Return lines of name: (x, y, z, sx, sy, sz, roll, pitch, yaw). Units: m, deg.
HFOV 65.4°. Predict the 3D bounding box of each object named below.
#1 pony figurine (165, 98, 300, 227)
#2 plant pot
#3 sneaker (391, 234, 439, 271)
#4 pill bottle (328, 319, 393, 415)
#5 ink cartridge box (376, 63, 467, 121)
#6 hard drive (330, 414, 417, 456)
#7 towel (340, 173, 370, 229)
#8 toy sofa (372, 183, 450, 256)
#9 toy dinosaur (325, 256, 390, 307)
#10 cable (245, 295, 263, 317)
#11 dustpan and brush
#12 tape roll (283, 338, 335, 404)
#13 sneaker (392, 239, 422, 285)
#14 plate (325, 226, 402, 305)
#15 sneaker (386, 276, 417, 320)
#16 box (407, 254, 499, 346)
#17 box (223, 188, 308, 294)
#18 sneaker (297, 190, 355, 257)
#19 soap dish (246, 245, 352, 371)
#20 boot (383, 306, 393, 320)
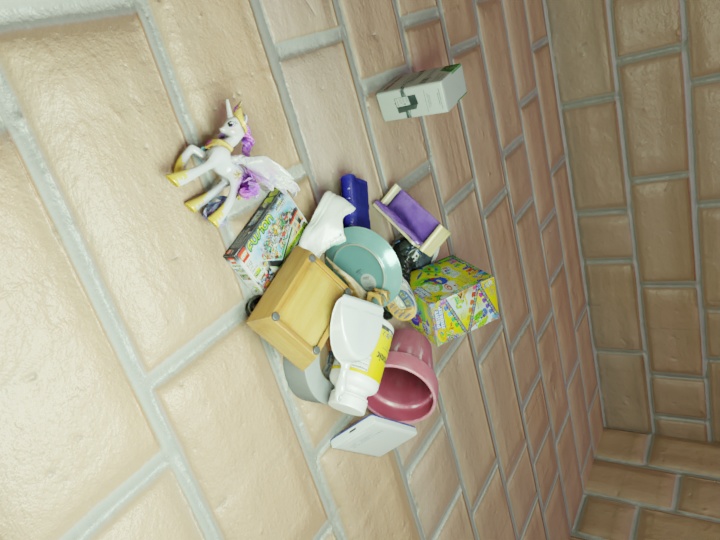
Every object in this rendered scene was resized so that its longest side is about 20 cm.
pony figurine: (-0.228, -0.178, 1.011, 0.201, 0.166, 0.193, -53, 124, -20)
plant pot: (0.108, 0.253, 1.424, 0.180, 0.198, 0.202, -66, 139, -52)
sneaker: (0.137, -0.006, 1.559, 0.145, 0.076, 0.205, 20, 81, -43)
pill bottle: (-0.003, 0.202, 1.212, 0.111, 0.110, 0.202, 43, 56, -44)
ink cartridge box: (0.163, -0.474, 1.499, 0.147, 0.198, 0.084, -50, 130, -41)
hard drive: (0.036, 0.404, 1.365, 0.199, 0.131, 0.026, 32, 28, -49)
towel: (-0.015, -0.122, 1.344, 0.147, 0.049, 0.203, -2, 89, -73)
toy sofa: (0.128, -0.135, 1.437, 0.083, 0.200, 0.097, -48, 146, 10)
toy dinosaur: (0.003, 0.056, 1.214, 0.201, 0.105, 0.061, 64, 31, -34)
cable: (-0.151, 0.052, 1.164, 0.199, 0.050, 0.098, 2, 60, -48)
dustpan and brush: (-0.020, 0.161, 1.122, 0.139, 0.057, 0.203, 20, 69, -47)
tape roll: (-0.082, 0.192, 1.252, 0.199, 0.065, 0.203, 4, 85, -55)
sneaker: (0.111, -0.006, 1.413, 0.073, 0.111, 0.201, 41, 22, -40)
plate: (0.000, 0.000, 1.255, 0.026, 0.198, 0.203, -38, 119, -51)
sneaker: (0.067, 0.026, 1.315, 0.202, 0.075, 0.088, 63, 15, 5)
box: (0.221, 0.071, 1.466, 0.191, 0.200, 0.123, -21, 115, -16)
box: (-0.186, -0.062, 1.140, 0.111, 0.034, 0.201, 56, 47, -36)
sneaker: (-0.077, -0.069, 1.211, 0.075, 0.088, 0.202, 105, 10, -81)
soap dish: (-0.112, 0.071, 1.113, 0.157, 0.081, 0.201, 44, 56, -23)
boot: (0.054, 0.081, 1.391, 0.200, 0.067, 0.131, 43, 17, -37)
